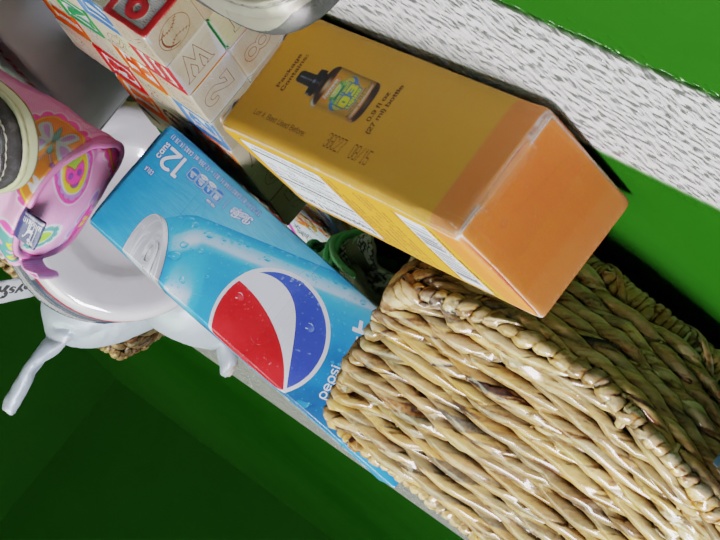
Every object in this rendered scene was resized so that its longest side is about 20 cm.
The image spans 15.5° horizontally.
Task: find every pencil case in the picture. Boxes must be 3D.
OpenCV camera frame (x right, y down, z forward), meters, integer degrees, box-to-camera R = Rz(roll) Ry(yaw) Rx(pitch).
[{"bbox_3d":[-0.215,-0.081,1.345,0.199,0.088,0.087,36,171,15],"label":"pencil case"}]

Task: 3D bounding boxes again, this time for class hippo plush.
[{"bbox_3d":[-0.130,-0.017,1.689,0.160,0.199,0.160,1,114,46],"label":"hippo plush"}]

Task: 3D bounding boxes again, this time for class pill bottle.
[{"bbox_3d":[-0.145,-0.030,1.520,0.119,0.120,0.200,40,172,-8],"label":"pill bottle"}]

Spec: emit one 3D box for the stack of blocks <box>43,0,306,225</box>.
[{"bbox_3d":[-0.090,-0.113,1.297,0.115,0.059,0.200,35,170,30],"label":"stack of blocks"}]

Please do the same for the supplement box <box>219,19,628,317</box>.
[{"bbox_3d":[0.023,-0.048,1.132,0.069,0.067,0.200,43,172,-37],"label":"supplement box"}]

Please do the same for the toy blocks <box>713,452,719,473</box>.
[{"bbox_3d":[0.217,0.108,1.070,0.200,0.100,0.137,39,-178,2],"label":"toy blocks"}]

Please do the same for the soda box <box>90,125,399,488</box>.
[{"bbox_3d":[-0.041,0.018,1.315,0.200,0.064,0.068,41,176,-4],"label":"soda box"}]

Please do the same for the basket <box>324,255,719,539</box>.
[{"bbox_3d":[0.111,0.048,1.210,0.200,0.149,0.143,38,138,10],"label":"basket"}]

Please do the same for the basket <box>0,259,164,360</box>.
[{"bbox_3d":[-0.188,-0.059,1.975,0.200,0.149,0.143,38,-156,10],"label":"basket"}]

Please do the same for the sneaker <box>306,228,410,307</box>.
[{"bbox_3d":[0.000,0.000,1.380,0.198,0.077,0.089,8,139,15],"label":"sneaker"}]

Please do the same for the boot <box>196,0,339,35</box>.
[{"bbox_3d":[-0.100,-0.175,1.000,0.203,0.074,0.154,26,161,43],"label":"boot"}]

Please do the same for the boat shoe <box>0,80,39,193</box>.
[{"bbox_3d":[-0.250,-0.076,1.277,0.200,0.072,0.066,19,-157,24],"label":"boat shoe"}]

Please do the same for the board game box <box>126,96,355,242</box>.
[{"bbox_3d":[-0.068,-0.075,1.477,0.200,0.034,0.135,35,171,26],"label":"board game box"}]

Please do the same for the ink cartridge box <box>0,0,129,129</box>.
[{"bbox_3d":[-0.207,-0.172,1.406,0.199,0.085,0.145,30,167,41],"label":"ink cartridge box"}]
